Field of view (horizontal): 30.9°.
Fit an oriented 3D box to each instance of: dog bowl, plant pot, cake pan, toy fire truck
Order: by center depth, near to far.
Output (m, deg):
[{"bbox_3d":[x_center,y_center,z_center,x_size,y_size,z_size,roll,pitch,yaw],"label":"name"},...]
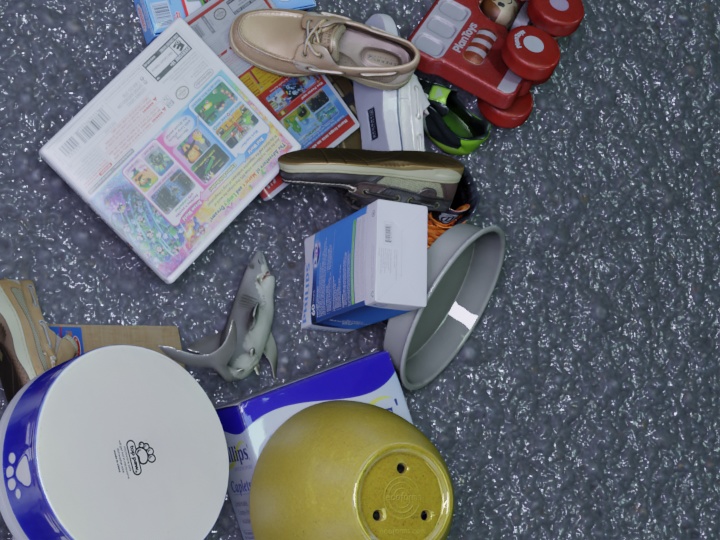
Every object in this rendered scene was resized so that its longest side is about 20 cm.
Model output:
[{"bbox_3d":[-0.217,0.170,1.149,0.199,0.079,0.202,19,61,-37],"label":"dog bowl"},{"bbox_3d":[0.012,0.218,1.231,0.199,0.142,0.202,5,78,-24],"label":"plant pot"},{"bbox_3d":[0.089,0.034,1.411,0.037,0.201,0.200,30,63,22],"label":"cake pan"},{"bbox_3d":[0.157,-0.279,1.536,0.167,0.112,0.201,30,54,3],"label":"toy fire truck"}]

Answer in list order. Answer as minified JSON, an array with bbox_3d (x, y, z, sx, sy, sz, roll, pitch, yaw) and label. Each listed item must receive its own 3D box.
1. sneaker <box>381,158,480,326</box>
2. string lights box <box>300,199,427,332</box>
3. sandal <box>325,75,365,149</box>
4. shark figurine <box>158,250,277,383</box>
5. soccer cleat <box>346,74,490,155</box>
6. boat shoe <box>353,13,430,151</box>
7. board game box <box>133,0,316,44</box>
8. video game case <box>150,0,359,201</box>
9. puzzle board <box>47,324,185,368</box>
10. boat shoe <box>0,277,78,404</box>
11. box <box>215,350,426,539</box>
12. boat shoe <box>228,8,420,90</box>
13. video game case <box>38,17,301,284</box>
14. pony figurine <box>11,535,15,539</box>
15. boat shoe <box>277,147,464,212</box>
[{"bbox_3d":[0.070,-0.037,1.443,0.077,0.112,0.202,19,72,-20],"label":"sneaker"},{"bbox_3d":[0.000,0.000,1.353,0.059,0.200,0.104,6,78,-23],"label":"string lights box"},{"bbox_3d":[-0.024,-0.162,1.457,0.080,0.054,0.201,-37,93,-38],"label":"sandal"},{"bbox_3d":[-0.142,0.077,1.329,0.089,0.215,0.129,0,112,12],"label":"shark figurine"},{"bbox_3d":[0.062,-0.201,1.489,0.199,0.081,0.068,31,68,-17],"label":"soccer cleat"},{"bbox_3d":[0.041,-0.181,1.430,0.069,0.071,0.202,2,76,-35],"label":"boat shoe"},{"bbox_3d":[-0.162,-0.342,1.437,0.199,0.037,0.152,-16,87,-26],"label":"board game box"},{"bbox_3d":[-0.108,-0.194,1.369,0.143,0.017,0.201,-41,100,-27],"label":"video game case"},{"bbox_3d":[-0.238,0.139,1.273,0.150,0.017,0.201,2,51,-24],"label":"puzzle board"},{"bbox_3d":[-0.302,0.082,1.233,0.076,0.072,0.201,-12,58,-31],"label":"boat shoe"},{"bbox_3d":[-0.037,0.208,1.349,0.183,0.105,0.201,-18,87,-28],"label":"box"},{"bbox_3d":[-0.036,-0.238,1.349,0.198,0.065,0.072,8,81,-9],"label":"boat shoe"},{"bbox_3d":[-0.187,-0.120,1.304,0.182,0.024,0.200,46,73,-11],"label":"video game case"},{"bbox_3d":[-0.324,0.277,1.189,0.192,0.167,0.201,14,54,-21],"label":"pony figurine"},{"bbox_3d":[0.011,-0.088,1.339,0.198,0.073,0.065,2,108,-16],"label":"boat shoe"}]
